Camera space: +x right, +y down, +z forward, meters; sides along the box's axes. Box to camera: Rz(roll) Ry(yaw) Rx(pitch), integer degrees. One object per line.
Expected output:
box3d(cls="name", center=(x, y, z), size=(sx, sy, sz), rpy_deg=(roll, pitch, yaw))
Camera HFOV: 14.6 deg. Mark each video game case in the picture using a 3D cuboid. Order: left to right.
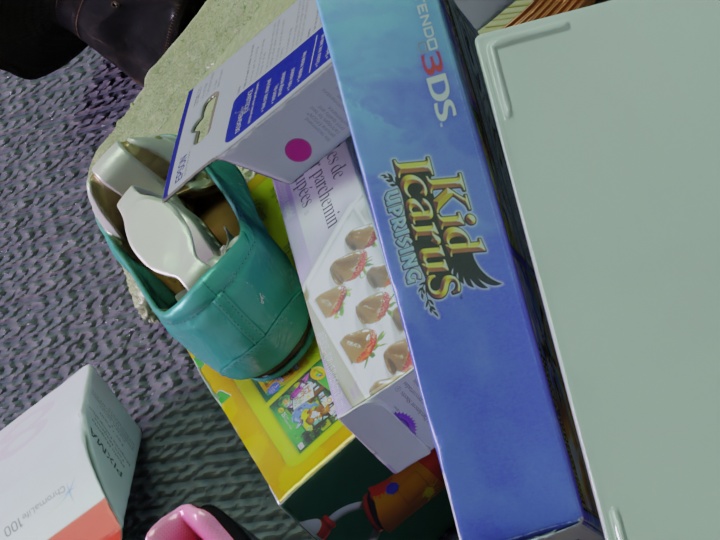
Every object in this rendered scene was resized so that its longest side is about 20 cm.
box3d(cls="video game case", center=(0.043, 0.006, 0.996), size=(0.045, 0.181, 0.201), rpy_deg=(-16, 78, 7))

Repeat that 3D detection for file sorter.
box3d(cls="file sorter", center=(0.133, 0.018, 0.936), size=(0.138, 0.125, 0.201), rpy_deg=(-15, 67, 3))

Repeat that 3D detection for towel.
box3d(cls="towel", center=(-0.058, -0.080, 1.367), size=(0.200, 0.036, 0.149), rpy_deg=(-50, 33, 16))

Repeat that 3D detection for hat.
box3d(cls="hat", center=(-0.099, -0.151, 1.474), size=(0.200, 0.081, 0.201), rpy_deg=(-39, -12, -10))

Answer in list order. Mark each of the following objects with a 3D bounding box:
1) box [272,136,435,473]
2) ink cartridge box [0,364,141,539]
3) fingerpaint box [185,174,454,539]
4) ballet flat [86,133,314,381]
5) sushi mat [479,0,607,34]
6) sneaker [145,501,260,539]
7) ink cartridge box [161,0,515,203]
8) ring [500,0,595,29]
box3d(cls="box", center=(0.000, 0.000, 1.117), size=(0.039, 0.041, 0.200), rpy_deg=(-34, 36, 12))
box3d(cls="ink cartridge box", center=(-0.173, 0.131, 1.218), size=(0.162, 0.057, 0.200), rpy_deg=(-36, 9, 8))
box3d(cls="fingerpaint box", center=(0.015, 0.014, 1.189), size=(0.167, 0.073, 0.200), rpy_deg=(-42, 34, 2))
box3d(cls="ballet flat", center=(-0.079, -0.022, 1.196), size=(0.067, 0.070, 0.200), rpy_deg=(-43, 33, 1))
box3d(cls="sushi mat", center=(0.100, -0.138, 1.328), size=(0.199, 0.012, 0.096), rpy_deg=(-3, 51, 44))
box3d(cls="sneaker", center=(-0.057, 0.171, 1.068), size=(0.079, 0.095, 0.201), rpy_deg=(-25, 38, 20))
box3d(cls="ink cartridge box", center=(0.003, -0.099, 1.135), size=(0.200, 0.037, 0.095), rpy_deg=(-36, 23, 24))
box3d(cls="ring", center=(0.049, -0.149, 1.364), size=(0.200, 0.019, 0.201), rpy_deg=(-28, 34, 21))
